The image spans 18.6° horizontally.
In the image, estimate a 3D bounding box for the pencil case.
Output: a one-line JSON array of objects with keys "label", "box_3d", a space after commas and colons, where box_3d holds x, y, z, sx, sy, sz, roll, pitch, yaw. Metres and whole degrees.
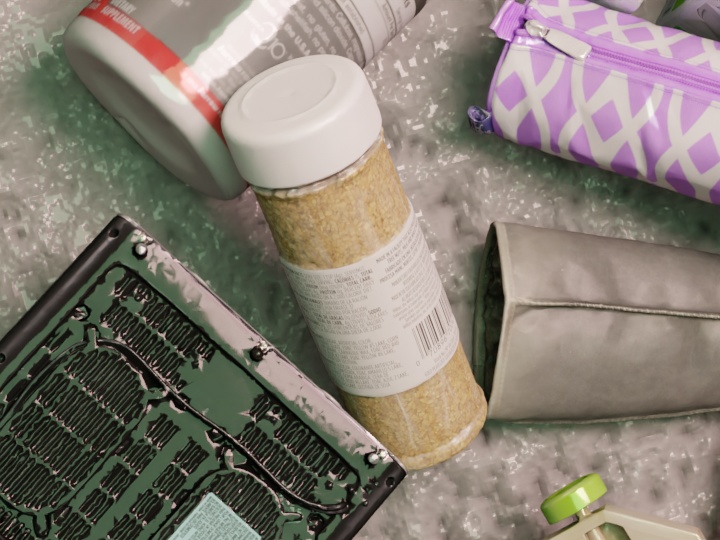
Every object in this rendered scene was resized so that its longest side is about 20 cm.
[{"label": "pencil case", "box_3d": [0.157, -0.080, 1.055, 0.200, 0.086, 0.084, 17, 63, 17]}]

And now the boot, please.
[{"label": "boot", "box_3d": [0.161, -0.004, 1.100, 0.200, 0.073, 0.182, 8, 80, -2]}]

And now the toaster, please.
[{"label": "toaster", "box_3d": [-0.107, 0.106, 1.008, 0.181, 0.119, 0.200, 41, 78, -2]}]

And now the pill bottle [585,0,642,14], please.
[{"label": "pill bottle", "box_3d": [0.146, -0.232, 1.094, 0.112, 0.112, 0.200, 30, 79, -5]}]

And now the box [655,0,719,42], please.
[{"label": "box", "box_3d": [0.245, -0.196, 1.074, 0.097, 0.176, 0.200, 30, 79, -5]}]

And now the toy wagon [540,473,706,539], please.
[{"label": "toy wagon", "box_3d": [0.090, 0.198, 1.056, 0.200, 0.040, 0.155, -31, 86, 10]}]

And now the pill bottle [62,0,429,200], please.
[{"label": "pill bottle", "box_3d": [-0.035, -0.140, 1.051, 0.114, 0.114, 0.200, 44, 78, -3]}]

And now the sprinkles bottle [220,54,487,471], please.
[{"label": "sprinkles bottle", "box_3d": [0.000, 0.000, 1.015, 0.068, 0.068, 0.200, -29, 124, -12]}]
